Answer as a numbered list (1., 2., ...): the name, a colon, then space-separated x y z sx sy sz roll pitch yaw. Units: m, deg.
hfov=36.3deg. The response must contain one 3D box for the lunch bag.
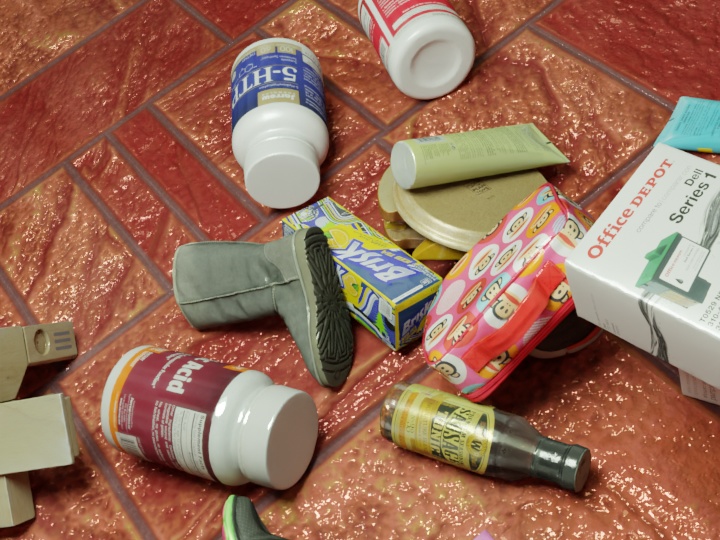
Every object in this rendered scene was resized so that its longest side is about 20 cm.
1. lunch bag: 0.142 0.021 1.026 0.200 0.082 0.176 -48 11 16

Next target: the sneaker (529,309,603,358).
1. sneaker: 0.230 0.005 1.084 0.199 0.082 0.077 -35 48 -6

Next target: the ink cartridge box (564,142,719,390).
1. ink cartridge box: 0.283 0.003 0.867 0.199 0.085 0.146 29 70 36

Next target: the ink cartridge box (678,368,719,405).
1. ink cartridge box: 0.393 0.041 0.947 0.199 0.147 0.147 15 59 32

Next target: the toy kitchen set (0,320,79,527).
1. toy kitchen set: -0.344 0.158 1.193 0.162 0.180 0.202 -10 89 17

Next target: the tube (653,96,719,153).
1. tube: 0.419 -0.148 1.166 0.199 0.051 0.078 15 54 36

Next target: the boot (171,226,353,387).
1. boot: -0.111 0.045 1.183 0.199 0.072 0.184 -12 85 31

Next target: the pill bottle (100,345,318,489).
1. pill bottle: -0.150 0.147 1.095 0.198 0.115 0.115 10 56 28

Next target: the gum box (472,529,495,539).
1. gum box: 0.068 0.325 0.892 0.199 0.066 0.113 -37 47 -11

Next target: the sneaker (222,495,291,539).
1. sneaker: -0.063 0.279 0.992 0.083 0.077 0.200 -24 48 -23

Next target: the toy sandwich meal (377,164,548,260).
1. toy sandwich meal: 0.116 -0.064 1.195 0.203 0.071 0.206 4 41 -3

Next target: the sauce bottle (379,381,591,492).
1. sauce bottle: 0.114 0.155 1.018 0.199 0.066 0.066 11 57 31

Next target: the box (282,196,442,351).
1. box: 0.000 0.000 1.181 0.070 0.065 0.200 -27 45 -28

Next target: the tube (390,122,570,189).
1. tube: 0.128 -0.125 1.181 0.198 0.059 0.052 -13 -3 -28

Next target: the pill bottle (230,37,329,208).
1. pill bottle: -0.099 -0.178 1.343 0.119 0.120 0.201 -15 48 9

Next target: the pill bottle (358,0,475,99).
1. pill bottle: 0.062 -0.318 1.400 0.111 0.113 0.201 -24 48 1
